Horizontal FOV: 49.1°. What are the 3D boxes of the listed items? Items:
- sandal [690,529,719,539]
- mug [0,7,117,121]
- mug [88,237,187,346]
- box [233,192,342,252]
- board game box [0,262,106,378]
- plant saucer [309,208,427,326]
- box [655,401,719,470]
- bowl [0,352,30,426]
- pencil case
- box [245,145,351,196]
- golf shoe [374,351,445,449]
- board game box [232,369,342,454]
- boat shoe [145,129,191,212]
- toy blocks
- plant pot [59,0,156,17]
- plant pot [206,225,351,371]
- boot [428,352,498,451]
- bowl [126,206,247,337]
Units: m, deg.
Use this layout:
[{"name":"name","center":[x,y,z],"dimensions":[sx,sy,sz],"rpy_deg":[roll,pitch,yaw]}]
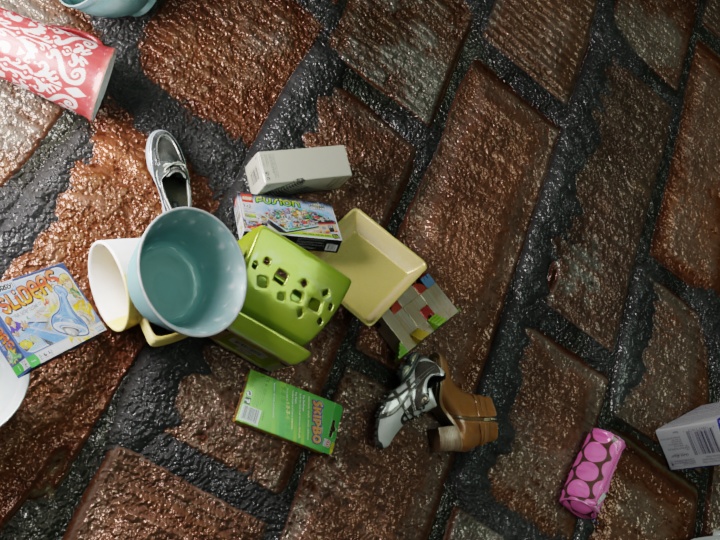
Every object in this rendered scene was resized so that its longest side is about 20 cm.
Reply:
[{"name":"sandal","center":[0.837,0.641,1.856],"dimensions":[0.199,0.084,0.050],"rpy_deg":[10,27,-25]},{"name":"mug","center":[-0.542,-0.364,1.377],"dimensions":[0.197,0.178,0.136],"rpy_deg":[20,102,-18]},{"name":"mug","center":[-0.356,0.028,1.338],"dimensions":[0.151,0.148,0.191],"rpy_deg":[-17,96,-40]},{"name":"box","center":[-0.141,-0.092,1.513],"dimensions":[0.196,0.035,0.111],"rpy_deg":[4,45,-25]},{"name":"board game box","center":[-0.497,0.072,1.227],"dimensions":[0.137,0.034,0.200],"rpy_deg":[57,18,-3]},{"name":"plant saucer","center":[0.000,0.000,1.561],"dimensions":[0.199,0.049,0.200],"rpy_deg":[39,57,13]},{"name":"box","center":[0.842,0.384,1.863],"dimensions":[0.197,0.183,0.107],"rpy_deg":[-16,81,-31]},{"name":"bowl","center":[-0.603,0.157,1.176],"dimensions":[0.198,0.090,0.205],"rpy_deg":[10,70,-27]},{"name":"pencil case","center":[0.512,0.440,1.714],"dimensions":[0.090,0.093,0.201],"rpy_deg":[40,59,-12]},{"name":"box","center":[-0.122,-0.197,1.565],"dimensions":[0.197,0.082,0.070],"rpy_deg":[-10,78,-30]},{"name":"golf shoe","center":[0.095,0.259,1.517],"dimensions":[0.093,0.078,0.202],"rpy_deg":[21,73,23]},{"name":"board game box","center":[-0.130,0.263,1.447],"dimensions":[0.197,0.030,0.097],"rpy_deg":[24,65,-18]},{"name":"boat shoe","center":[-0.339,-0.169,1.438],"dimensions":[0.071,0.071,0.204],"rpy_deg":[-12,80,-31]},{"name":"toy blocks","center":[0.099,0.078,1.605],"dimensions":[0.199,0.100,0.137],"rpy_deg":[-34,80,-29]},{"name":"plant pot","center":[-0.446,-0.550,1.444],"dimensions":[0.133,0.197,0.205],"rpy_deg":[19,63,-52]},{"name":"plant pot","center":[-0.162,0.063,1.397],"dimensions":[0.198,0.198,0.184],"rpy_deg":[32,68,-17]},{"name":"boot","center":[0.209,0.265,1.606],"dimensions":[0.153,0.076,0.204],"rpy_deg":[-2,78,-28]},{"name":"bowl","center":[-0.286,0.012,1.240],"dimensions":[0.199,0.104,0.205],"rpy_deg":[16,67,-42]}]
